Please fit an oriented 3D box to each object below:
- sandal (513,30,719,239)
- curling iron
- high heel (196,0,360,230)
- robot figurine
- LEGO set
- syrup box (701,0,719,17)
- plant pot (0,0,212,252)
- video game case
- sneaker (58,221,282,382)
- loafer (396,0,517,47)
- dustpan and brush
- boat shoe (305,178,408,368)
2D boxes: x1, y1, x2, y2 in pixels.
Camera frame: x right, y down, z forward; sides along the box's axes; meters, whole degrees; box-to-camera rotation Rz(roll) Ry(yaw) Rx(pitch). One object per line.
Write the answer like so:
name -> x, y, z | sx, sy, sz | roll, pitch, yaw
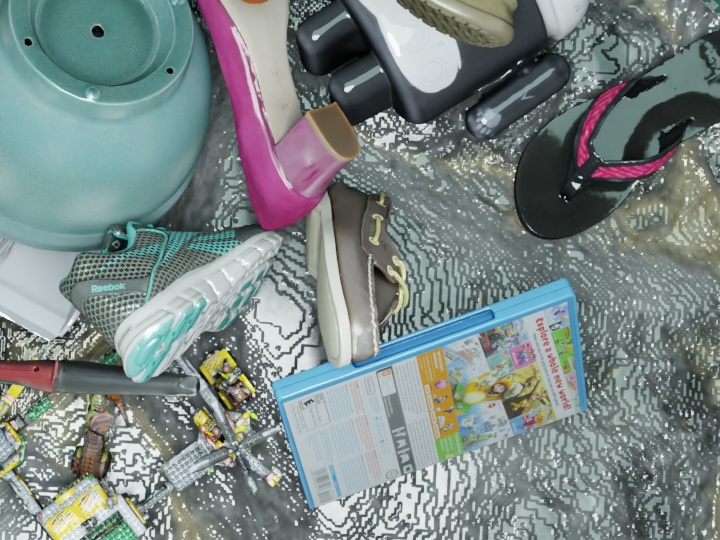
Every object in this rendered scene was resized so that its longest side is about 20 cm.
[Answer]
sandal -> 0.185, -0.096, 1.701 | 0.200, 0.045, 0.075 | -36, 89, -5
curling iron -> -0.197, 0.057, 1.607 | 0.199, 0.026, 0.050 | 12, 101, 16
high heel -> -0.080, -0.126, 1.627 | 0.067, 0.096, 0.201 | -9, 66, -46
robot figurine -> 0.056, -0.175, 1.663 | 0.199, 0.125, 0.151 | -32, 117, -5
LEGO set -> -0.160, 0.110, 1.631 | 0.199, 0.116, 0.154 | -29, 88, -5
syrup box -> 0.294, -0.184, 1.696 | 0.200, 0.079, 0.082 | 40, 85, 0
plant pot -> -0.178, -0.130, 1.604 | 0.199, 0.134, 0.201 | 8, 65, -18
video game case -> 0.048, 0.081, 1.640 | 0.199, 0.143, 0.018 | -19, 55, -4
sneaker -> -0.120, -0.003, 1.612 | 0.091, 0.200, 0.078 | 38, 115, 9
loafer -> 0.022, -0.212, 1.569 | 0.200, 0.076, 0.068 | 37, 87, 10
dustpan and brush -> -0.213, -0.072, 1.666 | 0.139, 0.057, 0.201 | 30, 54, -15
boat shoe -> 0.000, 0.000, 1.617 | 0.059, 0.200, 0.072 | 0, 115, -6
